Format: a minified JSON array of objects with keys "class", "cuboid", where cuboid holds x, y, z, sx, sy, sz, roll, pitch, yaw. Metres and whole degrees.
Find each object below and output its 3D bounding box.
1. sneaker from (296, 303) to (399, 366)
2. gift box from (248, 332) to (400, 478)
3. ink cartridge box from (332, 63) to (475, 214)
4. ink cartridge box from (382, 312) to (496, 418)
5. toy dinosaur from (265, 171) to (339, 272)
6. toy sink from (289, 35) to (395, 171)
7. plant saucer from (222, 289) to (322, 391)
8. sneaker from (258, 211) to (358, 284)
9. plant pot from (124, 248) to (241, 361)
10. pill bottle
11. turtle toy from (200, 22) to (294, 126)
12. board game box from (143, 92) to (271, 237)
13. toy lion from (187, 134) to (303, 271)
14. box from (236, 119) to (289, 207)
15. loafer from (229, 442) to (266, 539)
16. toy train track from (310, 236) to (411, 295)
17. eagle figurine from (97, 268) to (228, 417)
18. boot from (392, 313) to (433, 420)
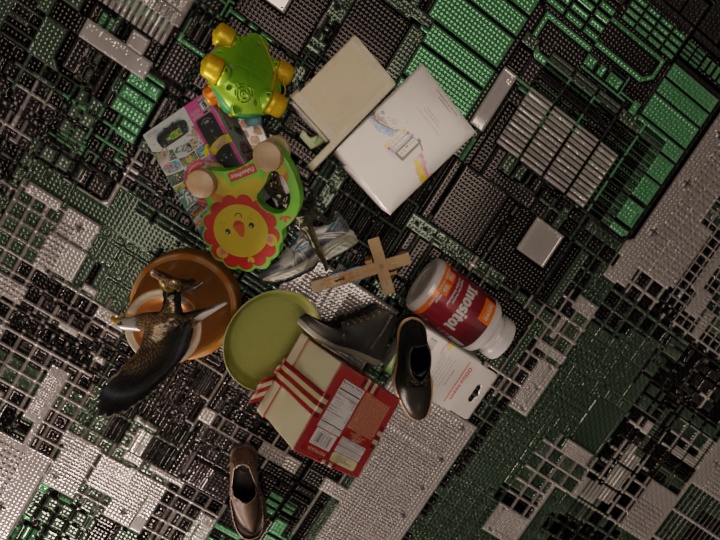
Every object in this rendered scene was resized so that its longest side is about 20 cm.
[{"class":"sneaker","cuboid":[-0.022,0.097,1.007,0.198,0.075,0.108,27,90,-31]},{"class":"gift box","cuboid":[-0.076,0.245,0.955,0.184,0.186,0.201,42,79,-31]},{"class":"ink cartridge box","cuboid":[0.068,-0.222,0.931,0.200,0.147,0.145,-43,101,3]},{"class":"ink cartridge box","cuboid":[0.155,0.189,1.047,0.198,0.067,0.118,33,97,-8]},{"class":"toy dinosaur","cuboid":[-0.093,-0.100,0.944,0.088,0.047,0.202,-37,93,-33]},{"class":"toy sink","cuboid":[-0.052,-0.284,0.920,0.200,0.130,0.112,-45,100,4]},{"class":"plant saucer","cuboid":[-0.165,0.130,1.000,0.196,0.031,0.204,-9,108,-27]},{"class":"sneaker","cuboid":[-0.106,-0.042,0.993,0.197,0.078,0.088,-27,89,-7]},{"class":"plant pot","cuboid":[-0.319,0.074,0.928,0.195,0.183,0.205,-1,99,-5]},{"class":"pill bottle","cuboid":[0.193,0.077,1.009,0.198,0.113,0.114,35,95,-10]},{"class":"turtle toy","cuboid":[-0.191,-0.323,0.878,0.144,0.101,0.203,24,53,-26]},{"class":"board game box","cuboid":[-0.263,-0.185,0.934,0.146,0.064,0.202,-25,101,17]},{"class":"toy lion","cuboid":[-0.181,-0.099,0.883,0.196,0.069,0.195,-18,109,15]},{"class":"box","cuboid":[-0.177,-0.216,0.965,0.038,0.041,0.203,-24,100,0]},{"class":"loafer","cuboid":[-0.233,0.452,1.056,0.071,0.071,0.205,-8,100,-3]},{"class":"toy train track","cuboid":[0.000,0.000,1.024,0.196,0.033,0.117,-17,107,4]},{"class":"eagle figurine","cuboid":[-0.299,0.104,0.774,0.148,0.151,0.204,6,82,30]},{"class":"boot","cuboid":[0.097,0.196,0.940,0.076,0.139,0.204,-10,104,0]}]
